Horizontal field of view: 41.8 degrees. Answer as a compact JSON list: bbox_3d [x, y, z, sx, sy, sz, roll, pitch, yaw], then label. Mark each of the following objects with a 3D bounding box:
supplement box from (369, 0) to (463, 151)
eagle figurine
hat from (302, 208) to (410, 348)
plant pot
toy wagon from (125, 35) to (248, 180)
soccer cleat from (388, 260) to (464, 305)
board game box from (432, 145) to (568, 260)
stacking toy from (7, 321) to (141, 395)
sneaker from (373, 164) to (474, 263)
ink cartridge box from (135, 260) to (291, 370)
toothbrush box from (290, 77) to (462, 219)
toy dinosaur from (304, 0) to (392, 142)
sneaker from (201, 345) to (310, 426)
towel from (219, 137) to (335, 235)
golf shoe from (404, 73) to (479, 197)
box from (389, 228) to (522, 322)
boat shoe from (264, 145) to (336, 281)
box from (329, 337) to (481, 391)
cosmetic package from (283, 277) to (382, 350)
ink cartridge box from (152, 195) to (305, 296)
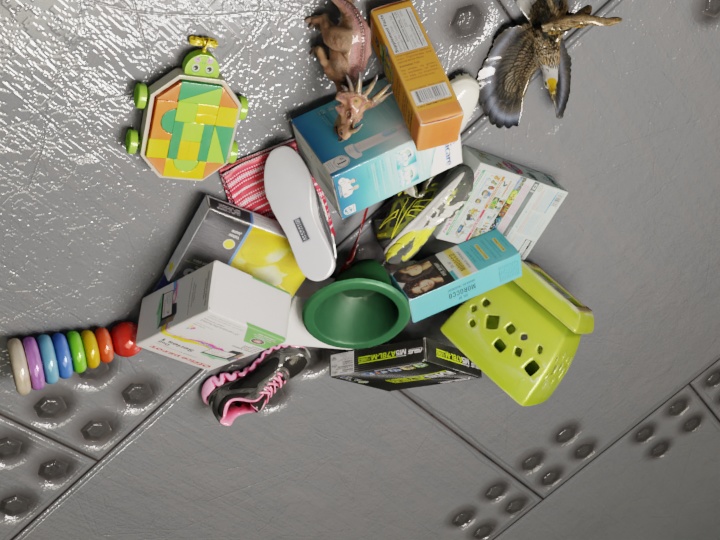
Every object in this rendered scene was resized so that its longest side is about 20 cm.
[{"bbox_3d":[0.072,-0.265,1.271,0.068,0.202,0.067,-15,156,-9],"label":"supplement box"},{"bbox_3d":[0.268,-0.312,1.402,0.151,0.152,0.200,30,153,2],"label":"eagle figurine"},{"bbox_3d":[0.000,0.000,1.509,0.165,0.177,0.199,31,130,-32],"label":"hat"},{"bbox_3d":[0.287,0.098,1.636,0.182,0.199,0.200,-52,159,11],"label":"plant pot"},{"bbox_3d":[-0.230,-0.216,1.278,0.154,0.040,0.202,2,125,-27],"label":"toy wagon"},{"bbox_3d":[0.131,0.004,1.613,0.199,0.069,0.078,18,104,-37],"label":"soccer cleat"},{"bbox_3d":[0.223,-0.107,1.564,0.198,0.064,0.148,13,119,-34],"label":"board game box"},{"bbox_3d":[-0.427,0.126,1.434,0.198,0.086,0.086,-12,131,-23],"label":"stacking toy"},{"bbox_3d":[0.092,-0.102,1.481,0.200,0.085,0.074,-45,157,19],"label":"sneaker"},{"bbox_3d":[-0.223,0.073,1.417,0.144,0.085,0.199,25,146,-36],"label":"ink cartridge box"},{"bbox_3d":[0.024,-0.184,1.338,0.199,0.147,0.086,-27,140,-11],"label":"toothbrush box"},{"bbox_3d":[-0.012,-0.288,1.259,0.085,0.136,0.202,-16,131,-13],"label":"toy dinosaur"},{"bbox_3d":[-0.168,0.199,1.601,0.199,0.096,0.079,-28,131,-4],"label":"sneaker"},{"bbox_3d":[-0.122,-0.098,1.436,0.143,0.023,0.201,-23,132,-8],"label":"towel"},{"bbox_3d":[0.125,-0.197,1.424,0.078,0.098,0.201,20,115,-34],"label":"golf shoe"},{"bbox_3d":[0.153,0.006,1.519,0.198,0.082,0.050,-23,129,-11],"label":"box"},{"bbox_3d":[-0.082,-0.086,1.385,0.071,0.068,0.202,-21,96,13],"label":"boat shoe"},{"bbox_3d":[0.079,0.166,1.628,0.198,0.048,0.193,-13,157,32],"label":"box"},{"bbox_3d":[-0.045,0.071,1.574,0.198,0.074,0.102,9,121,-29],"label":"cosmetic package"},{"bbox_3d":[-0.188,0.001,1.444,0.196,0.047,0.201,18,120,-28],"label":"ink cartridge box"}]
